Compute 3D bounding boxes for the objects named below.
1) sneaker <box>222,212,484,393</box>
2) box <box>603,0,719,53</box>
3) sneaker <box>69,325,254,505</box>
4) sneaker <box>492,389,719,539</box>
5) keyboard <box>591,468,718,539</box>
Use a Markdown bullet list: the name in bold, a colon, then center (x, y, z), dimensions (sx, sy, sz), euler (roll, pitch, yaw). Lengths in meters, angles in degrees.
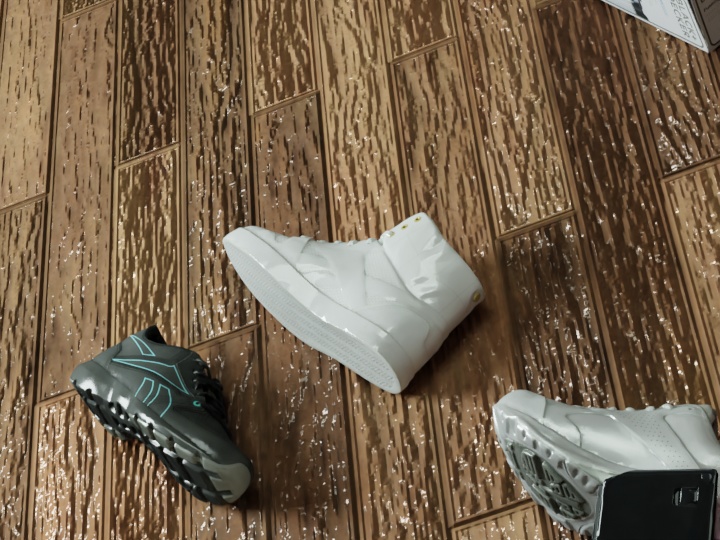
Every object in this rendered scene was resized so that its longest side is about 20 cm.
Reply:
- **sneaker**: center (0.000, 0.000, 1.547), dimensions (0.115, 0.074, 0.199), euler (-43, 51, -18)
- **box**: center (0.236, -0.253, 1.674), dimensions (0.116, 0.060, 0.200), euler (-40, 40, -13)
- **sneaker**: center (-0.129, 0.093, 1.517), dimensions (0.079, 0.076, 0.200), euler (-40, 41, -17)
- **sneaker**: center (0.171, 0.115, 1.324), dimensions (0.199, 0.078, 0.099), euler (26, 57, 35)
- **keyboard**: center (0.180, 0.207, 1.200), dimensions (0.126, 0.021, 0.202), euler (-4, 68, 33)
